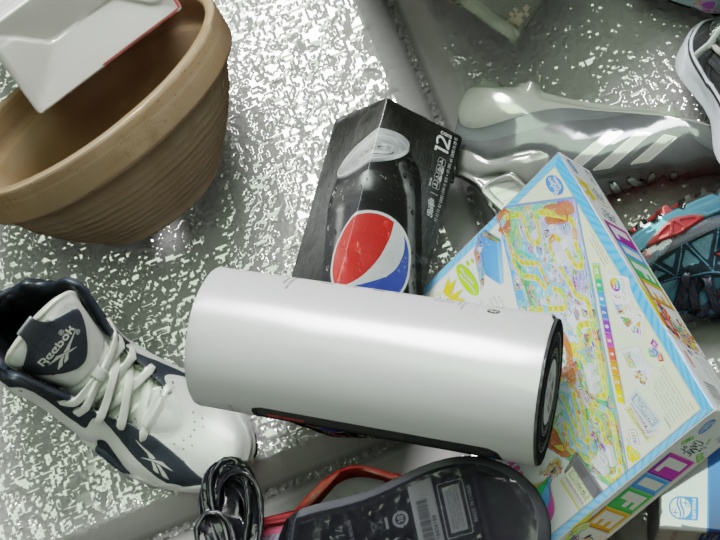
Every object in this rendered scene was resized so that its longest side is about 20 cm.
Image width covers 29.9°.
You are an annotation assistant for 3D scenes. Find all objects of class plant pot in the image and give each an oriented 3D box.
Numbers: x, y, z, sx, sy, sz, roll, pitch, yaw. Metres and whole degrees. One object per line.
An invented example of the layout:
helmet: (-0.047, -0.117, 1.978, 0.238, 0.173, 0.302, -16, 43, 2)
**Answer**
plant pot: (-0.154, -0.084, 0.872, 0.199, 0.093, 0.202, -26, 32, 17)

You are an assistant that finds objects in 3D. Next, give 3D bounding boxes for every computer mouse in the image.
computer mouse: (0.010, 0.158, 0.738, 0.197, 0.053, 0.140, -13, 65, 13)

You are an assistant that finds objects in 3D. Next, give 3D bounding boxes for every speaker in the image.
speaker: (0.006, 0.049, 0.735, 0.197, 0.081, 0.082, 8, 73, 15)

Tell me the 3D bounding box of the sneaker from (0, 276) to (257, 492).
sneaker: (-0.160, 0.066, 0.826, 0.198, 0.130, 0.080, 34, 81, 17)

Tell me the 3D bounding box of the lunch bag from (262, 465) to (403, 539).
lunch bag: (0.015, 0.200, 0.788, 0.197, 0.082, 0.178, -11, 67, 3)

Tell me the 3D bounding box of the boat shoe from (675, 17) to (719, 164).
boat shoe: (0.236, -0.121, 0.805, 0.073, 0.069, 0.200, 18, 31, 0)

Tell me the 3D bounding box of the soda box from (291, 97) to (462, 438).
soda box: (0.000, 0.000, 0.844, 0.063, 0.070, 0.203, 22, 73, -27)

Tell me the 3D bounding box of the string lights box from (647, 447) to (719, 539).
string lights box: (0.264, 0.131, 0.755, 0.197, 0.103, 0.060, 2, 71, 10)

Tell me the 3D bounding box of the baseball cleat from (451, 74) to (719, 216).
baseball cleat: (0.155, -0.062, 0.863, 0.197, 0.070, 0.108, 12, 90, 14)

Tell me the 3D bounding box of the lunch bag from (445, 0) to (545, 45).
lunch bag: (0.075, -0.262, 0.877, 0.165, 0.117, 0.200, -54, 32, 10)

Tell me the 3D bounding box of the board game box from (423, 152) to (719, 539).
board game box: (0.116, 0.048, 0.774, 0.134, 0.034, 0.201, -45, 45, 24)

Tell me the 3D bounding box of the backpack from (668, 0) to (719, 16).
backpack: (0.236, -0.272, 0.875, 0.165, 0.127, 0.203, 7, 71, 11)

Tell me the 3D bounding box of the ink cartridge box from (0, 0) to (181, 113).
ink cartridge box: (-0.207, -0.191, 0.920, 0.116, 0.068, 0.200, -37, 31, -4)

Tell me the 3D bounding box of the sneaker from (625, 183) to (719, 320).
sneaker: (0.231, -0.003, 0.817, 0.198, 0.079, 0.096, -25, 72, 0)
